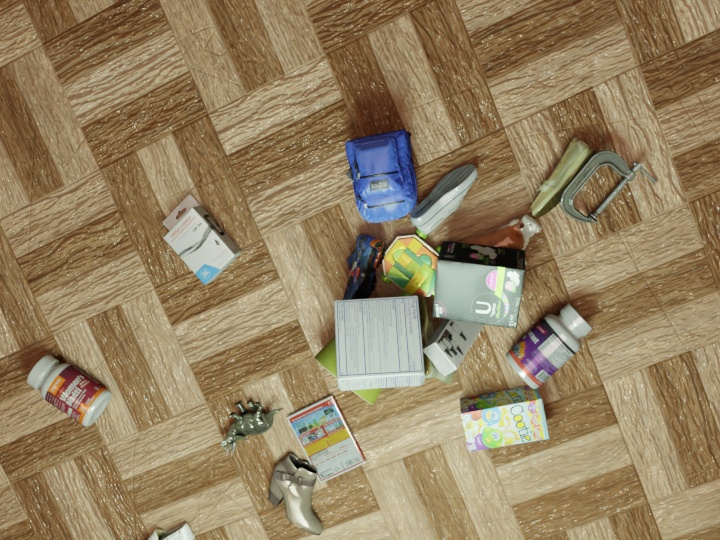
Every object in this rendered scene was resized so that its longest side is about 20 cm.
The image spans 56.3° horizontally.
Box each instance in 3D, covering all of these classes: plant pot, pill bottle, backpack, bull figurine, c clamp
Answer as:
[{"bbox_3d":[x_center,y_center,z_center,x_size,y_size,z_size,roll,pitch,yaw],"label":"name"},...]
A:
[{"bbox_3d":[0.018,0.190,1.655,0.186,0.187,0.201,38,85,-1],"label":"plant pot"},{"bbox_3d":[-0.779,0.319,1.799,0.198,0.110,0.111,33,102,0],"label":"pill bottle"},{"bbox_3d":[0.455,0.177,1.616,0.111,0.111,0.200,44,102,-2],"label":"pill bottle"},{"bbox_3d":[0.046,-0.214,1.576,0.159,0.168,0.204,-7,103,15],"label":"backpack"},{"bbox_3d":[0.343,-0.055,1.613,0.196,0.065,0.124,-17,104,15],"label":"bull figurine"},{"bbox_3d":[0.568,-0.185,1.560,0.170,0.027,0.200,38,106,-21],"label":"c clamp"}]

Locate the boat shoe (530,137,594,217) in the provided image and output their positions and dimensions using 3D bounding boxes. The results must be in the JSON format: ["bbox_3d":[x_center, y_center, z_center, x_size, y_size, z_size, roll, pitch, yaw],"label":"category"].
[{"bbox_3d":[0.460,-0.215,1.573,0.063,0.073,0.202,43,105,26],"label":"boat shoe"}]

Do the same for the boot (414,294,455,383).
[{"bbox_3d":[0.172,0.171,1.647,0.071,0.154,0.204,-20,64,31],"label":"boot"}]

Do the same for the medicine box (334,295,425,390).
[{"bbox_3d":[0.041,0.165,1.524,0.195,0.103,0.186,-3,67,0],"label":"medicine box"}]

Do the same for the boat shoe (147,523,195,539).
[{"bbox_3d":[-0.558,0.752,1.869,0.196,0.071,0.071,-21,96,2],"label":"boat shoe"}]

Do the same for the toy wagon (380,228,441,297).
[{"bbox_3d":[0.150,0.001,1.661,0.199,0.040,0.156,39,102,0],"label":"toy wagon"}]

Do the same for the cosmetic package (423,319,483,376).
[{"bbox_3d":[0.227,0.153,1.598,0.083,0.200,0.050,50,133,-6],"label":"cosmetic package"}]

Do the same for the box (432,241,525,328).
[{"bbox_3d":[0.273,0.031,1.556,0.196,0.125,0.152,8,114,12],"label":"box"}]

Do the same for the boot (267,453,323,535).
[{"bbox_3d":[-0.153,0.589,1.784,0.198,0.070,0.148,32,104,4],"label":"boot"}]

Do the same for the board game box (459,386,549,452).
[{"bbox_3d":[0.352,0.365,1.665,0.196,0.105,0.105,-12,98,8],"label":"board game box"}]

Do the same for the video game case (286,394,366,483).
[{"bbox_3d":[-0.090,0.446,1.779,0.141,0.017,0.203,-26,96,11],"label":"video game case"}]

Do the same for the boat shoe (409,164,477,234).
[{"bbox_3d":[0.207,-0.170,1.617,0.199,0.074,0.067,-39,126,4],"label":"boat shoe"}]

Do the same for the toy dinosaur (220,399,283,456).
[{"bbox_3d":[-0.283,0.398,1.779,0.197,0.077,0.104,-22,108,5],"label":"toy dinosaur"}]

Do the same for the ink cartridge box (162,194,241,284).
[{"bbox_3d":[-0.413,-0.081,1.704,0.116,0.068,0.200,-42,92,12],"label":"ink cartridge box"}]

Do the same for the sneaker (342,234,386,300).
[{"bbox_3d":[0.000,0.000,1.671,0.078,0.075,0.203,38,116,36],"label":"sneaker"}]
